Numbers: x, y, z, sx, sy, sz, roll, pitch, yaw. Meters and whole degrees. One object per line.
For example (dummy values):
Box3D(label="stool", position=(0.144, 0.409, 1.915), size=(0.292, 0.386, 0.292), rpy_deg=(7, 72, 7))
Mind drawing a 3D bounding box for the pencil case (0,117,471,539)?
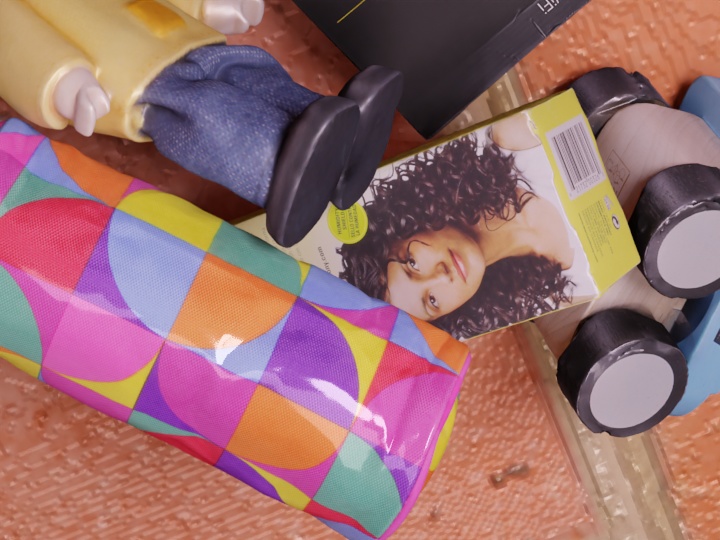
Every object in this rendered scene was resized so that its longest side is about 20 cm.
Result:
Box3D(label="pencil case", position=(-0.061, 0.021, 0.781), size=(0.199, 0.088, 0.089), rpy_deg=(27, 113, -1))

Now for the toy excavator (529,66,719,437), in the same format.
Box3D(label="toy excavator", position=(0.178, -0.026, 0.895), size=(0.199, 0.100, 0.195), rpy_deg=(9, 119, -27))

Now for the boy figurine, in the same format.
Box3D(label="boy figurine", position=(-0.082, -0.085, 0.801), size=(0.199, 0.124, 0.065), rpy_deg=(32, 125, 19))

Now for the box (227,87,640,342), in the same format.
Box3D(label="box", position=(0.000, 0.000, 0.843), size=(0.199, 0.050, 0.076), rpy_deg=(-21, 95, 31))

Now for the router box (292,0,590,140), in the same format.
Box3D(label="router box", position=(0.048, -0.167, 0.811), size=(0.200, 0.051, 0.149), rpy_deg=(-39, 116, 11))
